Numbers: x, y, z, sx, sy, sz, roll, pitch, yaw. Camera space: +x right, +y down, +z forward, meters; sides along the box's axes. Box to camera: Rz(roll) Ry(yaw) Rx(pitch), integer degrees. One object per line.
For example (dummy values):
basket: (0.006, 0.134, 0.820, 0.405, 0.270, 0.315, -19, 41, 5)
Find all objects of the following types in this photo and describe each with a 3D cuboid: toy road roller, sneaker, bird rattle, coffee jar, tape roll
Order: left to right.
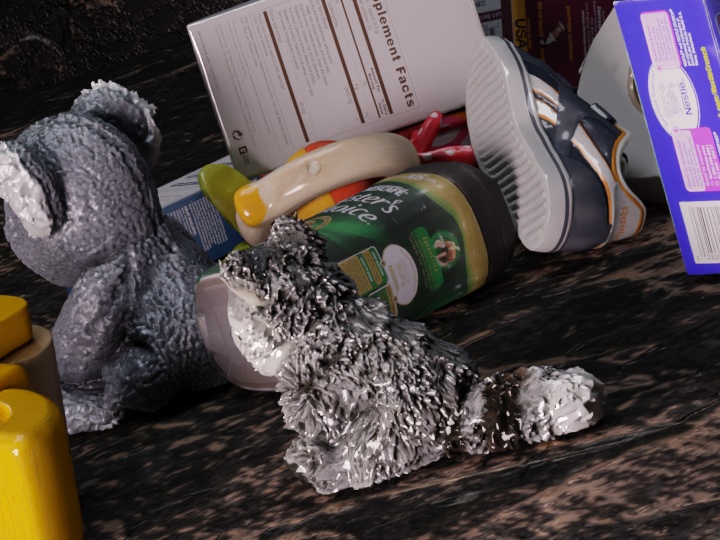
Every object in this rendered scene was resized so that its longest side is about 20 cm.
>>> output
toy road roller: (-0.202, 0.103, 1.400, 0.145, 0.123, 0.200, 4, 22, 28)
bird rattle: (-0.011, -0.045, 1.718, 0.199, 0.113, 0.163, -16, -11, 4)
coffee jar: (0.000, 0.000, 1.602, 0.200, 0.086, 0.104, -28, 14, -36)
sneaker: (0.126, -0.080, 1.674, 0.079, 0.079, 0.200, 1, 40, -18)
tape roll: (0.228, -0.138, 1.695, 0.203, 0.037, 0.203, -33, 40, 32)

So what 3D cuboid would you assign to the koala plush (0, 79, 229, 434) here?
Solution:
koala plush: (-0.165, -0.014, 1.653, 0.183, 0.201, 0.177, -11, 14, 35)

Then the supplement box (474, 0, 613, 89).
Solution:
supplement box: (0.162, -0.177, 1.993, 0.199, 0.086, 0.110, -3, -1, -36)

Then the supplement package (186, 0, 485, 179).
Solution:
supplement package: (-0.012, -0.155, 1.848, 0.199, 0.120, 0.121, -18, 6, 1)

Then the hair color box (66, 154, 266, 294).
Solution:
hair color box: (-0.140, -0.038, 2.069, 0.200, 0.061, 0.100, -28, 14, -32)

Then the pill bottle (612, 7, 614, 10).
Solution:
pill bottle: (0.272, -0.161, 1.808, 0.119, 0.120, 0.200, -25, 13, -24)

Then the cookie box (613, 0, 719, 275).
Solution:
cookie box: (0.255, -0.112, 1.487, 0.200, 0.172, 0.075, -28, 17, -37)

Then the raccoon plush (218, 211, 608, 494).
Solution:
raccoon plush: (0.021, 0.028, 1.313, 0.199, 0.134, 0.097, -16, 11, 20)

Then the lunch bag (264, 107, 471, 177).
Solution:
lunch bag: (0.029, -0.066, 1.892, 0.199, 0.082, 0.176, -19, 7, -2)
